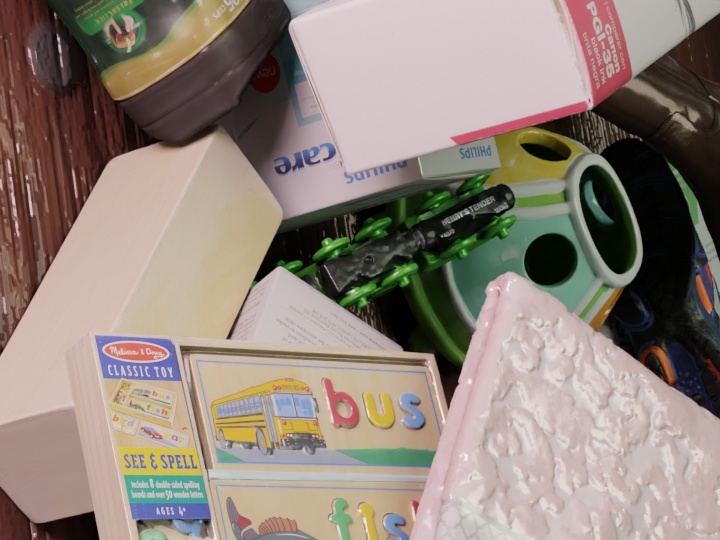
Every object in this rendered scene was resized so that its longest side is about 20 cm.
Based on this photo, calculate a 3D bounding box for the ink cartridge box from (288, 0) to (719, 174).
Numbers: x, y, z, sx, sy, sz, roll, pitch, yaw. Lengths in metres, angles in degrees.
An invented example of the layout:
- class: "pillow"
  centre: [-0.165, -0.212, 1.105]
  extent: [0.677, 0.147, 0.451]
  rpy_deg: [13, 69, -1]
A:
- class: "ink cartridge box"
  centre: [0.083, -0.129, 1.206]
  extent: [0.200, 0.146, 0.083]
  rpy_deg: [-35, 107, -53]

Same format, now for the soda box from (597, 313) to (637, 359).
- class: "soda box"
  centre: [0.134, 0.035, 1.552]
  extent: [0.068, 0.063, 0.201]
  rpy_deg: [9, 71, -54]

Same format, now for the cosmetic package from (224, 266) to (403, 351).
- class: "cosmetic package"
  centre: [-0.062, 0.110, 1.182]
  extent: [0.085, 0.108, 0.200]
  rpy_deg: [34, 48, -18]

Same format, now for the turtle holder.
- class: "turtle holder"
  centre: [0.086, -0.034, 1.447]
  extent: [0.141, 0.132, 0.186]
  rpy_deg: [-1, 78, -55]

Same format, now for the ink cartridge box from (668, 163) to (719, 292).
- class: "ink cartridge box"
  centre: [0.218, 0.026, 1.657]
  extent: [0.145, 0.087, 0.200]
  rpy_deg: [-25, 96, -56]

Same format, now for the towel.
- class: "towel"
  centre: [0.117, 0.126, 1.178]
  extent: [0.200, 0.032, 0.191]
  rpy_deg: [36, 54, -24]

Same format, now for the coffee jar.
- class: "coffee jar"
  centre: [-0.120, -0.164, 1.215]
  extent: [0.200, 0.085, 0.104]
  rpy_deg: [52, 30, -17]

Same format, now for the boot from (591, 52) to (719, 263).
- class: "boot"
  centre: [0.165, -0.081, 1.432]
  extent: [0.200, 0.064, 0.187]
  rpy_deg: [32, 27, -26]

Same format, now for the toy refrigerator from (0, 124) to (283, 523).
- class: "toy refrigerator"
  centre: [-0.110, 0.025, 1.189]
  extent: [0.070, 0.076, 0.200]
  rpy_deg: [54, 38, -28]

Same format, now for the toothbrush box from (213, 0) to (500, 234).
- class: "toothbrush box"
  centre: [-0.026, -0.129, 1.310]
  extent: [0.085, 0.146, 0.201]
  rpy_deg: [-12, 88, -56]

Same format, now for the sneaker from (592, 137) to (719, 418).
- class: "sneaker"
  centre: [0.188, 0.014, 1.534]
  extent: [0.078, 0.075, 0.200]
  rpy_deg: [-37, 111, -71]

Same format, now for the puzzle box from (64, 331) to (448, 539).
- class: "puzzle box"
  centre: [-0.033, 0.096, 1.120]
  extent: [0.200, 0.025, 0.133]
  rpy_deg: [4, 61, -38]

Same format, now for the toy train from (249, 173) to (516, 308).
- class: "toy train"
  centre: [0.000, 0.000, 1.320]
  extent: [0.200, 0.056, 0.042]
  rpy_deg: [-26, 82, -30]
